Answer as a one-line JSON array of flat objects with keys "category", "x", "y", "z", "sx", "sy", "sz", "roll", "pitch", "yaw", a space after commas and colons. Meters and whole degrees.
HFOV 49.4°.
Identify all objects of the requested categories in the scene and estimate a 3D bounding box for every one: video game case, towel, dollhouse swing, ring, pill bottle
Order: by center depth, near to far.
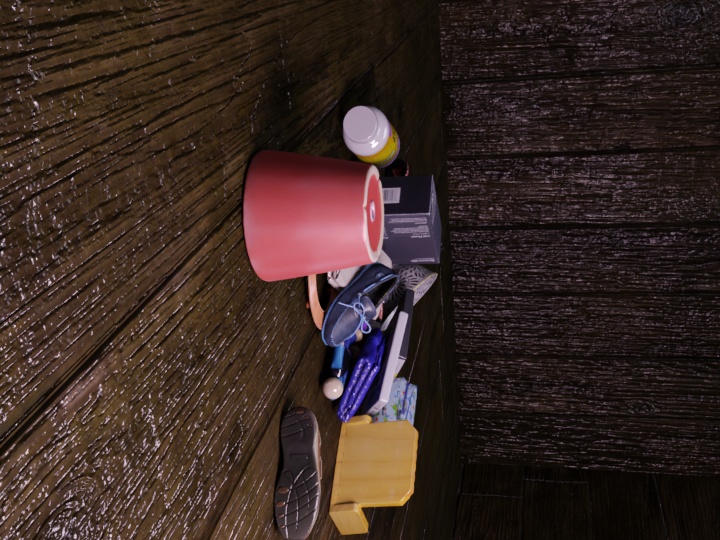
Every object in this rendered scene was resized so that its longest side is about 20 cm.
[{"category": "ring", "x": -0.073, "y": 0.009, "z": 1.463, "sx": 0.200, "sy": 0.019, "sz": 0.206, "roll": 0, "pitch": 90, "yaw": -78}, {"category": "towel", "x": 0.000, "y": 0.000, "z": 1.551, "sx": 0.200, "sy": 0.034, "sz": 0.135, "roll": 46, "pitch": 55, "yaw": -51}, {"category": "dollhouse swing", "x": 0.040, "y": 0.422, "z": 1.612, "sx": 0.183, "sy": 0.172, "sz": 0.203, "roll": 72, "pitch": 21, "yaw": -52}, {"category": "towel", "x": 0.008, "y": 0.215, "z": 1.617, "sx": 0.200, "sy": 0.049, "sz": 0.150, "roll": -56, "pitch": 167, "yaw": -74}, {"category": "pill bottle", "x": 0.020, "y": -0.291, "z": 1.690, "sx": 0.200, "sy": 0.102, "sz": 0.107, "roll": 18, "pitch": 72, "yaw": -77}, {"category": "video game case", "x": 0.049, "y": 0.212, "z": 1.696, "sx": 0.183, "sy": 0.023, "sz": 0.204, "roll": 120, "pitch": -13, "yaw": -63}, {"category": "video game case", "x": 0.076, "y": 0.174, "z": 1.789, "sx": 0.202, "sy": 0.025, "sz": 0.182, "roll": -78, "pitch": -172, "yaw": -45}]

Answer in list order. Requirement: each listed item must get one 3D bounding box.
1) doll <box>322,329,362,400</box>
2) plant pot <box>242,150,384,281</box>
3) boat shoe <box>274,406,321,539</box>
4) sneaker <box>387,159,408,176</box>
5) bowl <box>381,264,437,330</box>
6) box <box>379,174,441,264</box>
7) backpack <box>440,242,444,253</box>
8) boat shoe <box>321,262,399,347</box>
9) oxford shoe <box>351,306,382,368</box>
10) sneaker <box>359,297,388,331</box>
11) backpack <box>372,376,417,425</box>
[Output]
[{"category": "doll", "x": -0.040, "y": 0.185, "z": 1.535, "sx": 0.201, "sy": 0.047, "sz": 0.139, "roll": -64, "pitch": 163, "yaw": -63}, {"category": "plant pot", "x": -0.061, "y": -0.084, "z": 1.170, "sx": 0.200, "sy": 0.173, "sz": 0.206, "roll": -1, "pitch": 90, "yaw": -77}, {"category": "boat shoe", "x": -0.092, "y": 0.326, "z": 1.259, "sx": 0.074, "sy": 0.074, "sz": 0.205, "roll": 58, "pitch": 35, "yaw": -72}, {"category": "sneaker", "x": 0.103, "y": -0.202, "z": 2.126, "sx": 0.087, "sy": 0.072, "sz": 0.204, "roll": 77, "pitch": 19, "yaw": -56}, {"category": "bowl", "x": 0.091, "y": 0.046, "z": 1.946, "sx": 0.094, "sy": 0.201, "sz": 0.201, "roll": 46, "pitch": 6, "yaw": 12}, {"category": "box", "x": 0.069, "y": -0.106, "z": 1.693, "sx": 0.183, "sy": 0.195, "sz": 0.106, "roll": 72, "pitch": 22, "yaw": -54}, {"category": "backpack", "x": 0.114, "y": -0.124, "z": 1.969, "sx": 0.176, "sy": 0.150, "sz": 0.205, "roll": -22, "pitch": 98, "yaw": -73}, {"category": "boat shoe", "x": 0.002, "y": 0.061, "z": 1.469, "sx": 0.201, "sy": 0.068, "sz": 0.085, "roll": -55, "pitch": 142, "yaw": -23}, {"category": "oxford shoe", "x": 0.013, "y": 0.125, "z": 1.746, "sx": 0.074, "sy": 0.069, "sz": 0.205, "roll": -36, "pitch": 136, "yaw": -79}, {"category": "sneaker", "x": 0.014, "y": 0.031, "z": 1.661, "sx": 0.070, "sy": 0.097, "sz": 0.205, "roll": -55, "pitch": 143, "yaw": -71}, {"category": "backpack", "x": 0.068, "y": 0.347, "z": 1.851, "sx": 0.203, "sy": 0.150, "sz": 0.165, "roll": -96, "pitch": 178, "yaw": -46}]
